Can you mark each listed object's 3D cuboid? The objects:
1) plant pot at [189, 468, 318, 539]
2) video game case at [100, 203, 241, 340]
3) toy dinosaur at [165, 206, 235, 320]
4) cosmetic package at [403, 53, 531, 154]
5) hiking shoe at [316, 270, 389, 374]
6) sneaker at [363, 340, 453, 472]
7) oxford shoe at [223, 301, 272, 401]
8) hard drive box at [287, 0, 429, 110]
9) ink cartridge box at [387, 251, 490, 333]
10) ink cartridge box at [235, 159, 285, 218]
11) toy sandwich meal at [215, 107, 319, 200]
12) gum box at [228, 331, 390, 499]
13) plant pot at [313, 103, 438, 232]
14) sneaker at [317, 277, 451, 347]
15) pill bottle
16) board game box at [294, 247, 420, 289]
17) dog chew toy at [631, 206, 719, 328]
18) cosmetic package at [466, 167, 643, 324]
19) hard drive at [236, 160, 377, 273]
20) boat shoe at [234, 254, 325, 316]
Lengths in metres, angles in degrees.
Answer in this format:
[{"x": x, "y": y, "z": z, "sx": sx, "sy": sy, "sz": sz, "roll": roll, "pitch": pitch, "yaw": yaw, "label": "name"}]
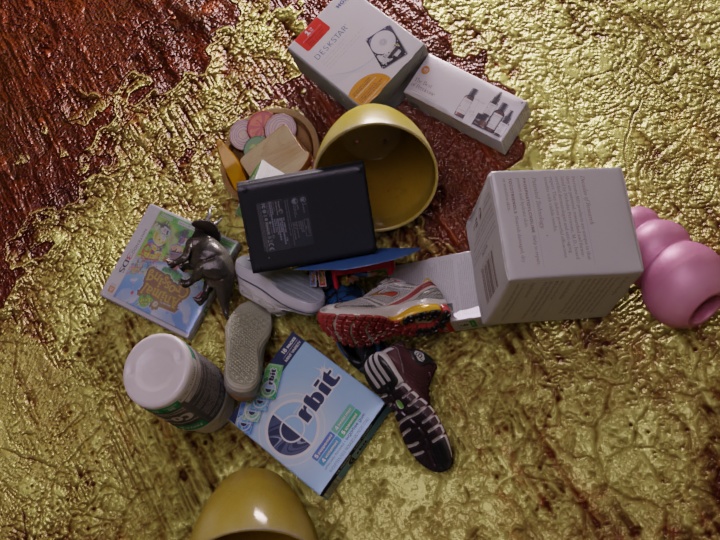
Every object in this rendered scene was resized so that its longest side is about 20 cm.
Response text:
[{"x": -0.153, "y": 0.373, "z": 1.555, "sx": 0.197, "sy": 0.202, "sz": 0.143, "roll": -18, "pitch": 40, "yaw": 10, "label": "plant pot"}, {"x": -0.324, "y": 0.000, "z": 1.838, "sx": 0.198, "sy": 0.022, "sz": 0.184, "roll": 23, "pitch": 78, "yaw": 24, "label": "video game case"}, {"x": -0.250, "y": -0.010, "z": 1.764, "sx": 0.102, "sy": 0.077, "sz": 0.201, "roll": -36, "pitch": 61, "yaw": 9, "label": "toy dinosaur"}, {"x": 0.174, "y": -0.275, "z": 1.771, "sx": 0.198, "sy": 0.051, "sz": 0.083, "roll": 31, "pitch": 80, "yaw": 25, "label": "cosmetic package"}, {"x": -0.015, "y": 0.074, "z": 1.670, "sx": 0.074, "sy": 0.087, "sz": 0.201, "roll": -39, "pitch": 62, "yaw": 10, "label": "hiking shoe"}, {"x": 0.097, "y": 0.190, "z": 1.606, "sx": 0.075, "sy": 0.115, "sz": 0.202, "roll": -30, "pitch": 92, "yaw": 41, "label": "sneaker"}, {"x": -0.180, "y": 0.126, "z": 1.701, "sx": 0.074, "sy": 0.058, "sz": 0.202, "roll": 5, "pitch": 42, "yaw": -2, "label": "oxford shoe"}, {"x": -0.001, "y": -0.363, "z": 1.846, "sx": 0.200, "sy": 0.077, "sz": 0.156, "roll": 41, "pitch": 85, "yaw": 27, "label": "hard drive box"}, {"x": 0.144, "y": 0.034, "z": 1.661, "sx": 0.196, "sy": 0.050, "sz": 0.111, "roll": -10, "pitch": 67, "yaw": 15, "label": "ink cartridge box"}, {"x": -0.096, "y": -0.084, "z": 1.727, "sx": 0.198, "sy": 0.104, "sz": 0.060, "roll": 31, "pitch": 118, "yaw": -12, "label": "ink cartridge box"}, {"x": -0.159, "y": -0.196, "z": 1.834, "sx": 0.201, "sy": 0.070, "sz": 0.209, "roll": -6, "pitch": 68, "yaw": 15, "label": "toy sandwich meal"}, {"x": -0.078, "y": 0.220, "z": 1.661, "sx": 0.199, "sy": 0.045, "sz": 0.171, "roll": 33, "pitch": 82, "yaw": 25, "label": "gum box"}, {"x": 0.019, "y": -0.185, "z": 1.724, "sx": 0.197, "sy": 0.202, "sz": 0.143, "roll": -18, "pitch": 37, "yaw": 10, "label": "plant pot"}, {"x": 0.031, "y": 0.059, "z": 1.604, "sx": 0.196, "sy": 0.078, "sz": 0.083, "roll": -5, "pitch": 51, "yaw": -15, "label": "sneaker"}, {"x": -0.270, "y": 0.179, "z": 1.651, "sx": 0.111, "sy": 0.200, "sz": 0.115, "roll": -6, "pitch": 67, "yaw": 15, "label": "pill bottle"}, {"x": 0.000, "y": 0.000, "z": 1.655, "sx": 0.199, "sy": 0.156, "sz": 0.040, "roll": 1, "pitch": 103, "yaw": 53, "label": "board game box"}, {"x": 0.434, "y": -0.014, "z": 1.552, "sx": 0.124, "sy": 0.125, "sz": 0.201, "roll": -35, "pitch": 56, "yaw": 1, "label": "dog chew toy"}, {"x": 0.272, "y": -0.033, "z": 1.549, "sx": 0.196, "sy": 0.168, "sz": 0.169, "roll": -3, "pitch": 66, "yaw": -10, "label": "cosmetic package"}, {"x": -0.080, "y": -0.081, "z": 1.652, "sx": 0.196, "sy": 0.033, "sz": 0.142, "roll": -10, "pitch": 107, "yaw": -1, "label": "hard drive"}, {"x": -0.126, "y": 0.037, "z": 1.726, "sx": 0.073, "sy": 0.068, "sz": 0.199, "roll": -19, "pitch": 33, "yaw": -35, "label": "boat shoe"}]
